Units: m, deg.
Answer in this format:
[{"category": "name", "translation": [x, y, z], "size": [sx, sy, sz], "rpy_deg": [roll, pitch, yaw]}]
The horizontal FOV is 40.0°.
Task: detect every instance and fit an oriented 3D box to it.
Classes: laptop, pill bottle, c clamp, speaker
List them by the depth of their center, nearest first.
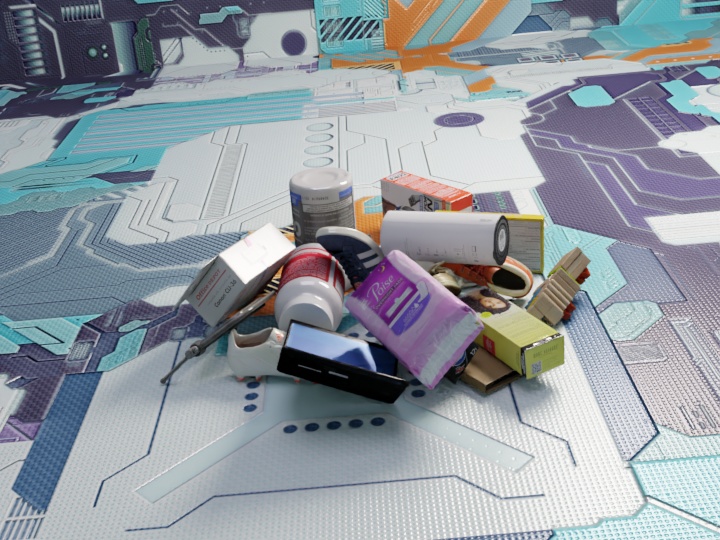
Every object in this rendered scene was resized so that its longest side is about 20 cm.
[{"category": "laptop", "translation": [-0.022, 0.112, 1.384], "size": [0.174, 0.200, 0.105], "rpy_deg": [15, 70, -3]}, {"category": "c clamp", "translation": [-0.215, 0.091, 1.554], "size": [0.170, 0.027, 0.200], "rpy_deg": [-38, 0, 25]}, {"category": "speaker", "translation": [0.132, -0.052, 1.573], "size": [0.197, 0.083, 0.081], "rpy_deg": [3, 26, 27]}, {"category": "pill bottle", "translation": [-0.081, 0.045, 1.597], "size": [0.110, 0.114, 0.201], "rpy_deg": [-4, 25, 4]}, {"category": "pill bottle", "translation": [-0.062, -0.067, 1.726], "size": [0.111, 0.203, 0.114], "rpy_deg": [-3, 24, 2]}]

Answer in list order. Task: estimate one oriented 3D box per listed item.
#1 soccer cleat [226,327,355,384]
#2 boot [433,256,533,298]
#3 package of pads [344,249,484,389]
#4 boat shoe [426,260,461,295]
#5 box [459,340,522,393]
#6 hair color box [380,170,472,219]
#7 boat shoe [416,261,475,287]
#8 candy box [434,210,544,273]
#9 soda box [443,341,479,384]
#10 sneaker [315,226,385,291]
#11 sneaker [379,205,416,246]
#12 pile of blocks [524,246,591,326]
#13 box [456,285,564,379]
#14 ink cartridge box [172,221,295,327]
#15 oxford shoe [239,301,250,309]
[{"category": "soccer cleat", "translation": [-0.105, 0.123, 1.477], "size": [0.196, 0.079, 0.070], "rpy_deg": [-2, 25, 7]}, {"category": "boot", "translation": [0.192, -0.013, 1.614], "size": [0.197, 0.076, 0.107], "rpy_deg": [23, 8, 6]}, {"category": "package of pads", "translation": [0.075, 0.064, 1.398], "size": [0.121, 0.076, 0.200], "rpy_deg": [-47, 40, -1]}, {"category": "boat shoe", "translation": [0.117, 0.023, 1.562], "size": [0.072, 0.064, 0.200], "rpy_deg": [-24, -8, 3]}, {"category": "box", "translation": [0.184, 0.113, 1.505], "size": [0.162, 0.022, 0.199], "rpy_deg": [-22, 30, -29]}, {"category": "hair color box", "translation": [0.125, -0.110, 1.885], "size": [0.063, 0.113, 0.199], "rpy_deg": [-22, 29, -32]}, {"category": "boat shoe", "translation": [0.163, -0.005, 1.701], "size": [0.196, 0.072, 0.070], "rpy_deg": [-5, 25, -4]}, {"category": "candy box", "translation": [0.227, -0.052, 1.751], "size": [0.196, 0.104, 0.026], "rpy_deg": [4, 26, 19]}, {"category": "soda box", "translation": [0.082, 0.091, 1.478], "size": [0.199, 0.063, 0.071], "rpy_deg": [28, 81, 49]}, {"category": "sneaker", "translation": [0.000, 0.000, 1.612], "size": [0.074, 0.199, 0.086], "rpy_deg": [-10, 58, 45]}, {"category": "sneaker", "translation": [0.064, -0.050, 1.765], "size": [0.080, 0.117, 0.198], "rpy_deg": [16, 32, 39]}, {"category": "pile of blocks", "translation": [0.320, 0.044, 1.602], "size": [0.062, 0.082, 0.200], "rpy_deg": [43, 48, 1]}, {"category": "box", "translation": [0.214, 0.088, 1.466], "size": [0.074, 0.051, 0.200], "rpy_deg": [-18, 29, -24]}, {"category": "ink cartridge box", "translation": [-0.200, 0.013, 1.574], "size": [0.067, 0.117, 0.200], "rpy_deg": [44, 35, 5]}, {"category": "oxford shoe", "translation": [-0.193, 0.009, 1.748], "size": [0.072, 0.072, 0.201], "rpy_deg": [-3, 25, -2]}]
